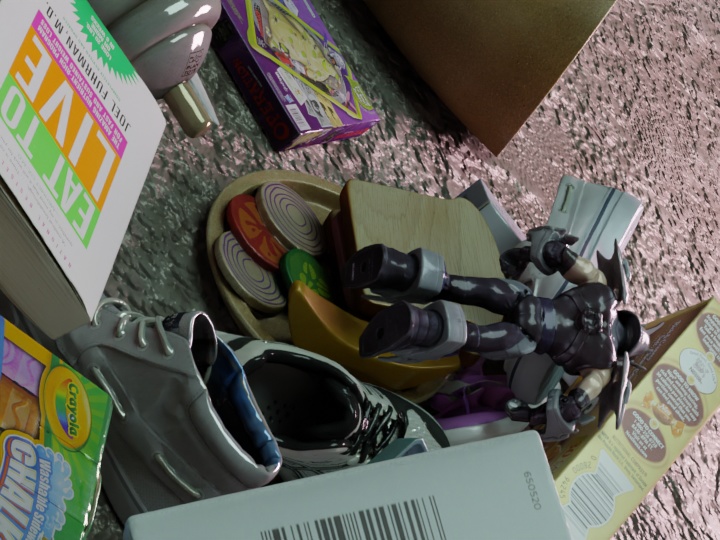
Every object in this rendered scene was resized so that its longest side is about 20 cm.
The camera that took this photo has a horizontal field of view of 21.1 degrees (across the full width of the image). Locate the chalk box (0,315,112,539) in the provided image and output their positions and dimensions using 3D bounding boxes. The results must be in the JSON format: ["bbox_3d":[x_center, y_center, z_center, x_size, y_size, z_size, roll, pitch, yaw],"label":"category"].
[{"bbox_3d":[-0.189,0.094,0.810,0.200,0.124,0.125,40,32,-26],"label":"chalk box"}]

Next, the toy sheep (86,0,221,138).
[{"bbox_3d":[-0.149,-0.161,1.127,0.201,0.138,0.138,54,29,-1],"label":"toy sheep"}]

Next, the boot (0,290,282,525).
[{"bbox_3d":[-0.115,0.040,1.002,0.201,0.095,0.073,57,29,5],"label":"boot"}]

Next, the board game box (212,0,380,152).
[{"bbox_3d":[-0.071,-0.180,1.370,0.120,0.032,0.201,-18,75,-56],"label":"board game box"}]

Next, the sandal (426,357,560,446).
[{"bbox_3d":[0.074,0.081,1.253,0.202,0.082,0.050,-16,92,-72],"label":"sandal"}]

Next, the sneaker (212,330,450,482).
[{"bbox_3d":[-0.017,0.090,1.080,0.199,0.087,0.076,21,79,-34],"label":"sneaker"}]

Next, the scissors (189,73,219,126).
[{"bbox_3d":[-0.138,-0.186,1.289,0.201,0.014,0.073,53,27,1],"label":"scissors"}]

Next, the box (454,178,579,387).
[{"bbox_3d":[0.135,0.030,1.384,0.201,0.041,0.156,53,6,-5],"label":"box"}]

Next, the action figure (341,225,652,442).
[{"bbox_3d":[0.092,0.030,1.141,0.198,0.069,0.131,11,59,-26],"label":"action figure"}]

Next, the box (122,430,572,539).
[{"bbox_3d":[0.004,0.201,0.864,0.197,0.131,0.202,-11,67,-14],"label":"box"}]

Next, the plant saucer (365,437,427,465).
[{"bbox_3d":[0.030,0.166,1.034,0.019,0.070,0.201,37,-20,41],"label":"plant saucer"}]

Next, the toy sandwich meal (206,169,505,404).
[{"bbox_3d":[0.000,0.000,1.201,0.204,0.070,0.206,24,39,-22],"label":"toy sandwich meal"}]

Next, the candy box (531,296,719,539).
[{"bbox_3d":[0.153,0.108,1.220,0.055,0.115,0.200,50,60,-7],"label":"candy box"}]

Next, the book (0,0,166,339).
[{"bbox_3d":[-0.163,-0.073,0.984,0.134,0.048,0.201,56,22,-26],"label":"book"}]

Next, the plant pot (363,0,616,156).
[{"bbox_3d":[0.087,-0.225,1.519,0.199,0.187,0.187,38,30,-1],"label":"plant pot"}]

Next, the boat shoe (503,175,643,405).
[{"bbox_3d":[0.122,0.010,1.261,0.066,0.074,0.200,24,40,11],"label":"boat shoe"}]
